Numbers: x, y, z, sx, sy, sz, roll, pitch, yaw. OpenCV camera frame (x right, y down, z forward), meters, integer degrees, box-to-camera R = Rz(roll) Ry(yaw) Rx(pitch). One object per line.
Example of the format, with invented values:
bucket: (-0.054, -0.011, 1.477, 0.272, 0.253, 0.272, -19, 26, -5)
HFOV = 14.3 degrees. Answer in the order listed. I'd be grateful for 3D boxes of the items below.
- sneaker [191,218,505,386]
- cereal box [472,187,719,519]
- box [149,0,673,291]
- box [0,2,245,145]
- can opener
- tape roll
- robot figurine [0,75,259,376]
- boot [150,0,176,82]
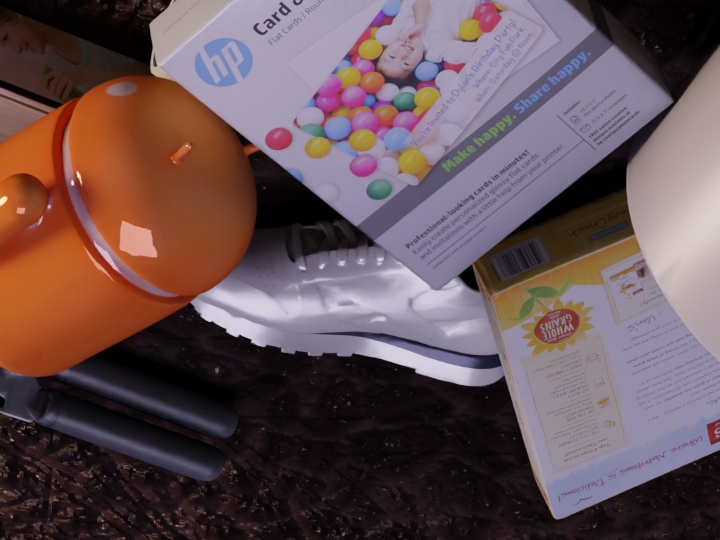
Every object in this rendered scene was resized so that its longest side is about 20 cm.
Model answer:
sneaker: (0.000, 0.000, 1.550, 0.199, 0.077, 0.081, 9, 133, -16)
cereal box: (0.148, 0.039, 1.561, 0.144, 0.040, 0.200, -22, 137, -5)
box: (0.026, -0.098, 1.349, 0.156, 0.041, 0.200, -39, 124, 18)
box: (-0.172, -0.068, 1.487, 0.200, 0.060, 0.117, 22, 136, -19)
can opener: (-0.172, 0.070, 1.670, 0.200, 0.053, 0.067, 22, 169, -19)
tape roll: (0.246, -0.043, 1.367, 0.202, 0.203, 0.139, 22, 138, -19)
robot figurine: (-0.132, -0.022, 1.405, 0.200, 0.117, 0.144, -28, 127, 31)
boot: (0.002, -0.129, 1.395, 0.144, 0.073, 0.200, 29, 130, -28)
